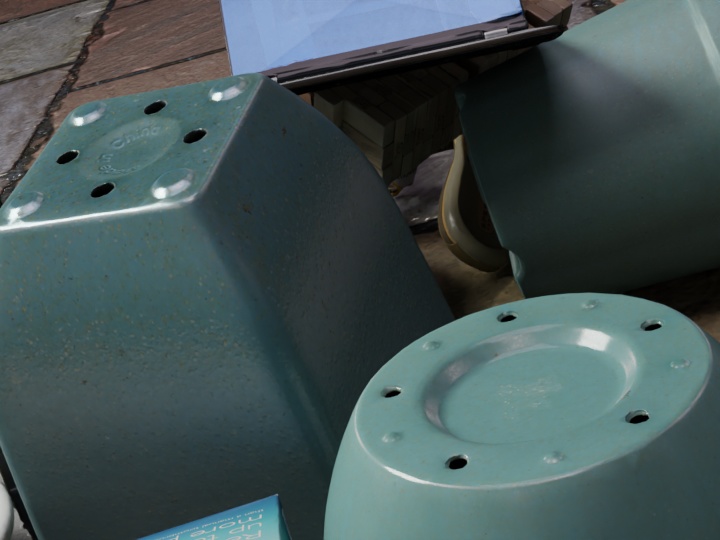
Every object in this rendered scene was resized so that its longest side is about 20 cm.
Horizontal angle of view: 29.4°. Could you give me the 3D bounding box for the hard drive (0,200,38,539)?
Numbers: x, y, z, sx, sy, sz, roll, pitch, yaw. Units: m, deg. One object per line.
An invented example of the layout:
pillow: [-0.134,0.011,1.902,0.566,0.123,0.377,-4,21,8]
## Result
hard drive: [-0.205,0.037,0.783,0.037,0.202,0.140,-17,23,-5]

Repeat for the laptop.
laptop: [0.003,-0.171,0.800,0.185,0.117,0.200,-12,9,1]

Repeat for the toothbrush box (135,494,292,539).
toothbrush box: [-0.085,0.161,0.498,0.145,0.086,0.200,-17,5,-2]

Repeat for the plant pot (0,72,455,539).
plant pot: [-0.083,0.018,0.704,0.194,0.202,0.197,-7,36,21]

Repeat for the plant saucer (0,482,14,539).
plant saucer: [-0.268,0.175,0.705,0.197,0.051,0.201,-13,23,6]

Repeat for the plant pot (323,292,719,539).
plant pot: [0.075,0.107,0.490,0.198,0.163,0.201,-14,24,6]

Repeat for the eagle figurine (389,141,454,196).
eagle figurine: [0.050,-0.112,1.052,0.199,0.153,0.151,-33,7,-24]

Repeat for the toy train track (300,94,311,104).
toy train track: [-0.047,-0.073,0.887,0.032,0.115,0.201,-41,24,16]

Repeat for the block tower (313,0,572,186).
block tower: [0.056,-0.125,0.893,0.058,0.054,0.199,37,54,27]

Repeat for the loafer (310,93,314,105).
loafer: [-0.051,-0.134,1.107,0.072,0.072,0.200,19,-4,14]

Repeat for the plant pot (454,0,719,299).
plant pot: [0.170,-0.075,0.823,0.194,0.202,0.201,-21,22,11]

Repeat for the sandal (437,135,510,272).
sandal: [0.096,-0.095,0.948,0.054,0.079,0.202,-45,32,53]
